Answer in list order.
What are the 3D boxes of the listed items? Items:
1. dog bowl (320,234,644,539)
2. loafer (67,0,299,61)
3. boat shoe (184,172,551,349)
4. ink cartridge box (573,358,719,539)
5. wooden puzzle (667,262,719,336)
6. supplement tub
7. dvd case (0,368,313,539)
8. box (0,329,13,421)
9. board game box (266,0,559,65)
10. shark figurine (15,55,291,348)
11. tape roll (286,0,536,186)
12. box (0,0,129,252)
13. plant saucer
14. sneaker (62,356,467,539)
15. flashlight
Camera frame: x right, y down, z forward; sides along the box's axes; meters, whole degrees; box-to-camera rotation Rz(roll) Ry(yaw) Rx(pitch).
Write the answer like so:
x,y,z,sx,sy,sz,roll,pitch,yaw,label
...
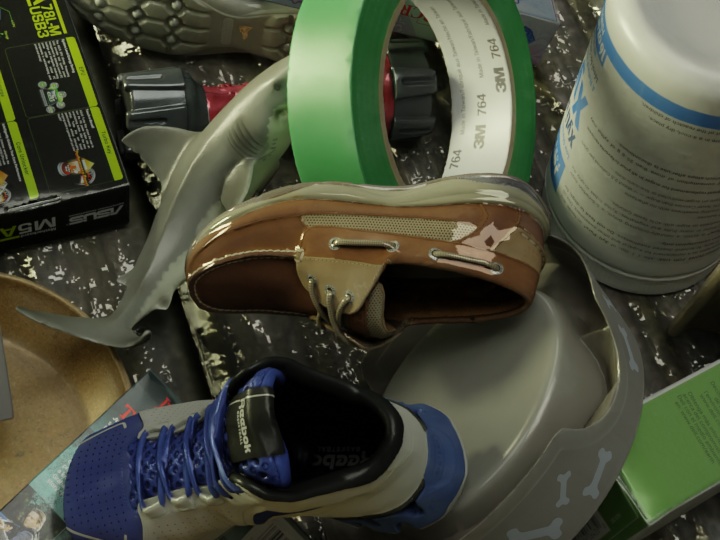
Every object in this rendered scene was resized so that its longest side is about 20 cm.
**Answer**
x,y,z,sx,sy,sz,roll,pitch,yaw,label
0.065,0.080,0.859,0.058,0.199,0.202,37,51,-26,dog bowl
-0.094,-0.183,1.078,0.197,0.070,0.070,8,50,-13,loafer
0.000,0.000,0.847,0.197,0.076,0.072,-9,52,15,boat shoe
0.201,0.088,0.913,0.198,0.104,0.060,-24,74,-23,ink cartridge box
0.290,0.032,0.926,0.197,0.186,0.047,10,70,-1,wooden puzzle
0.190,-0.092,0.978,0.130,0.201,0.133,5,55,-7,supplement tub
-0.129,0.168,0.829,0.146,0.022,0.200,45,67,2,dvd case
-0.260,0.002,0.800,0.154,0.202,0.041,-11,38,-16,box
0.025,-0.238,1.106,0.197,0.041,0.202,11,46,-17,board game box
-0.114,-0.039,0.953,0.089,0.128,0.215,36,76,0,shark figurine
0.035,-0.098,0.965,0.048,0.201,0.201,1,46,36,tape roll
-0.259,-0.098,1.004,0.191,0.048,0.202,-13,60,-19,box
-0.221,0.092,0.888,0.197,0.036,0.202,4,56,-6,plant saucer
-0.057,0.082,0.769,0.197,0.115,0.082,-8,68,16,sneaker
-0.053,-0.108,1.026,0.197,0.068,0.069,-4,90,-17,flashlight
